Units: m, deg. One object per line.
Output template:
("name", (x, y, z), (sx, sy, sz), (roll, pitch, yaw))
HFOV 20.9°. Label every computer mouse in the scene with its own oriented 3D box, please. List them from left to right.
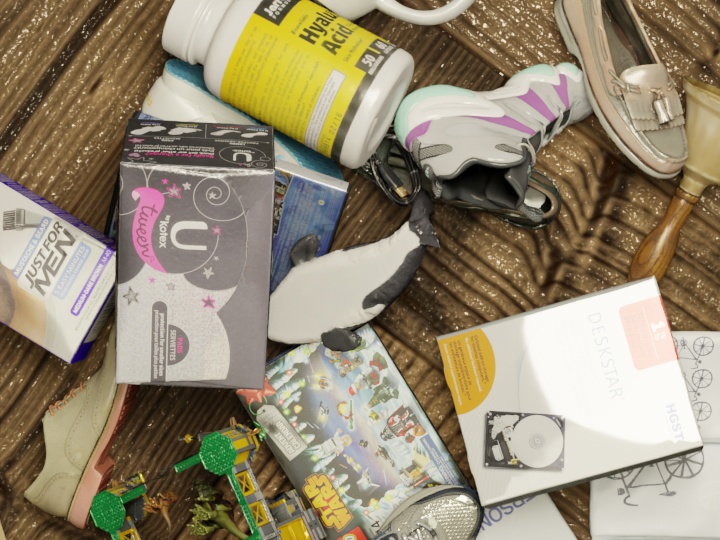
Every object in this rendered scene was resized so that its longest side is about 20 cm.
("computer mouse", (-0.019, -0.133, 1.722), (0.200, 0.034, 0.059), (44, 95, 15))

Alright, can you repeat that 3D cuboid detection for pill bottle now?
("pill bottle", (-0.064, -0.178, 1.664), (0.200, 0.111, 0.112), (28, 92, 7))

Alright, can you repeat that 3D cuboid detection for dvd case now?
("dvd case", (-0.121, -0.051, 1.722), (0.199, 0.018, 0.143), (19, 128, -1))

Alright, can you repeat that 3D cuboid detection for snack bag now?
("snack bag", (0.295, 0.154, 1.772), (0.188, 0.021, 0.201), (1, 93, -1))

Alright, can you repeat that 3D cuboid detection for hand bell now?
("hand bell", (0.289, -0.060, 1.742), (0.104, 0.104, 0.200), (25, 105, -2))

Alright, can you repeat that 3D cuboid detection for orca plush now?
("orca plush", (0.000, 0.000, 1.708), (0.105, 0.071, 0.200), (49, 117, 15))

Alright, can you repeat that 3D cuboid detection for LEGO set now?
("LEGO set", (-0.128, 0.217, 1.729), (0.200, 0.116, 0.154), (-37, 79, 26))

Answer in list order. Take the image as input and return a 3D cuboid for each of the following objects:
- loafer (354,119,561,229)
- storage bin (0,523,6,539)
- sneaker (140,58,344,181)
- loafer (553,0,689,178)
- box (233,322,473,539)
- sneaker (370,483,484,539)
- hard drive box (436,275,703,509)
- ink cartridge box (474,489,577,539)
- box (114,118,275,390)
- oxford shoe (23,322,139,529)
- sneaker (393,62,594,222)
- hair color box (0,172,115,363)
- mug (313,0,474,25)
("loafer", (0.086, -0.088, 1.737), (0.199, 0.063, 0.072), (17, 93, -1))
("storage bin", (-0.421, 0.258, 1.735), (0.199, 0.094, 0.199), (-17, 93, 1))
("sneaker", (-0.103, -0.105, 1.736), (0.200, 0.077, 0.081), (33, 111, -3))
("loafer", (0.232, -0.175, 1.694), (0.072, 0.063, 0.200), (-9, 63, -35))
("box", (-0.006, 0.151, 1.760), (0.137, 0.040, 0.200), (-32, 93, 2))
("sneaker", (0.027, 0.263, 1.705), (0.200, 0.085, 0.077), (-37, 93, 3))
("hard drive box", (0.184, 0.108, 1.711), (0.199, 0.077, 0.156), (-17, 79, 6))
("ink cartridge box", (0.122, 0.308, 1.769), (0.196, 0.043, 0.200), (-34, 91, 1))
("box", (-0.140, -0.013, 1.632), (0.132, 0.115, 0.201), (2, 112, -5))
("oxford shoe", (-0.246, 0.127, 1.743), (0.074, 0.071, 0.201), (19, 92, 3))
("sneaker", (0.140, -0.100, 1.688), (0.199, 0.078, 0.140), (-14, 55, -16))
("hair color box", (-0.309, -0.015, 1.729), (0.200, 0.065, 0.110), (30, 95, 5))
("mug", (0.023, -0.296, 1.680), (0.200, 0.148, 0.176), (36, 94, 8))
